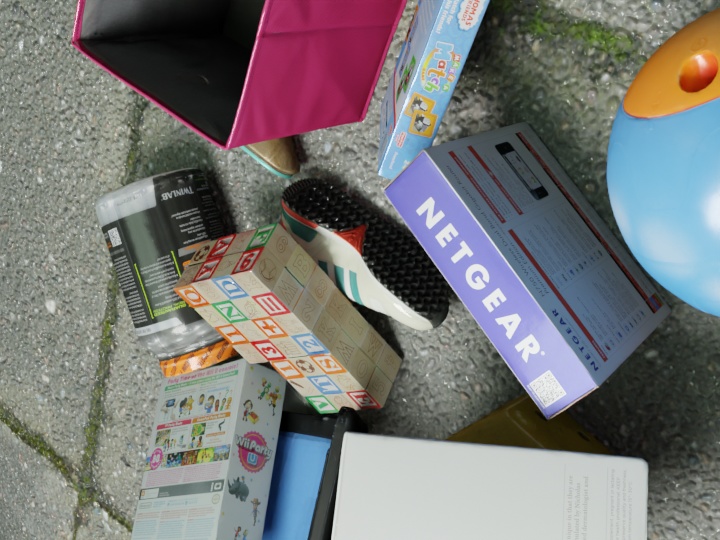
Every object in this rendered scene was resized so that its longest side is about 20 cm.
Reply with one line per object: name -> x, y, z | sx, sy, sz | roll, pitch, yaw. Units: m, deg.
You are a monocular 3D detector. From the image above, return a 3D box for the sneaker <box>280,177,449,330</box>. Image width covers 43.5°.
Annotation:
sneaker -> -0.001, 0.000, 0.864 | 0.199, 0.070, 0.094 | 38, 141, 18

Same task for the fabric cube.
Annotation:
fabric cube -> -0.091, -0.244, 0.762 | 0.195, 0.199, 0.202 | 35, 121, 23

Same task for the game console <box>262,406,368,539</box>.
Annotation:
game console -> -0.070, 0.228, 0.846 | 0.115, 0.176, 0.202 | 10, 74, 9

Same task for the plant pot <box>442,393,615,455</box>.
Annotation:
plant pot -> 0.124, 0.218, 0.761 | 0.194, 0.195, 0.201 | 41, 107, 19

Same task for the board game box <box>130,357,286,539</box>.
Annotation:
board game box -> -0.155, 0.202, 0.909 | 0.147, 0.064, 0.202 | -16, 58, 41

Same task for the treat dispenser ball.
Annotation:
treat dispenser ball -> 0.256, -0.068, 0.563 | 0.199, 0.200, 0.203 | 11, 110, 33

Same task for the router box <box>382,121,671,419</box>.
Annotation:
router box -> 0.132, -0.013, 0.683 | 0.049, 0.179, 0.201 | -42, 78, 35

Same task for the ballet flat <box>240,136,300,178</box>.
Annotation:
ballet flat -> -0.124, -0.174, 0.900 | 0.200, 0.068, 0.073 | 40, 107, 25

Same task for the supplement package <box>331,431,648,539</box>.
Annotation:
supplement package -> 0.087, 0.184, 0.618 | 0.197, 0.117, 0.119 | 3, 73, 11

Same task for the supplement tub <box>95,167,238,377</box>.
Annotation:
supplement tub -> -0.195, 0.003, 0.959 | 0.122, 0.122, 0.202 | -14, 95, 37

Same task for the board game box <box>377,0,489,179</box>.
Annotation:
board game box -> 0.062, -0.188, 0.705 | 0.036, 0.152, 0.202 | 16, 119, -7

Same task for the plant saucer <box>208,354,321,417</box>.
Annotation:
plant saucer -> -0.125, 0.193, 1.012 | 0.198, 0.050, 0.203 | 11, 109, 32

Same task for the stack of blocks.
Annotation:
stack of blocks -> -0.066, 0.052, 0.857 | 0.114, 0.059, 0.200 | -12, 130, 42
